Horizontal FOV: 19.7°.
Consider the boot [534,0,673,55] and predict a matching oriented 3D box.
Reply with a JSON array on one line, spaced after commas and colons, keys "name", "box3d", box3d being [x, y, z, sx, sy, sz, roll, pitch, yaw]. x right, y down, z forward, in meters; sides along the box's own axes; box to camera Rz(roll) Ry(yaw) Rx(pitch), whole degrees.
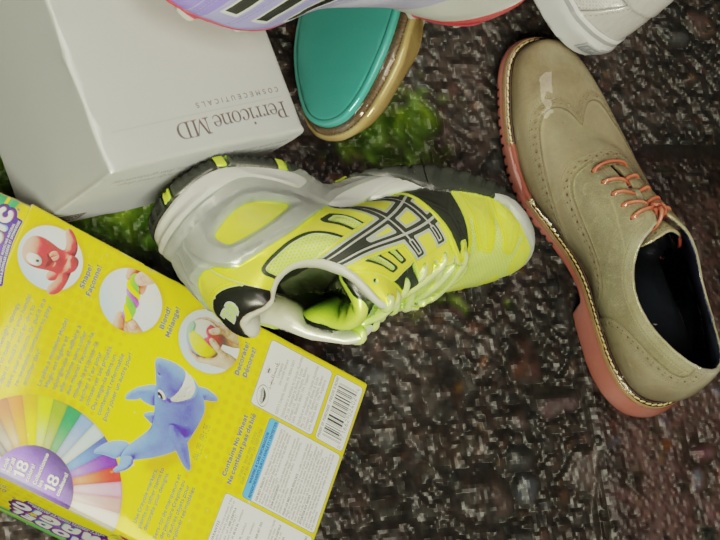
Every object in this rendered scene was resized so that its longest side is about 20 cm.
[{"name": "boot", "box3d": [0.105, -0.215, 1.041, 0.073, 0.095, 0.200, -17, 76, -57]}]

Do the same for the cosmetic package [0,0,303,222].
[{"name": "cosmetic package", "box3d": [-0.118, -0.129, 0.908, 0.113, 0.081, 0.201, -19, 83, -40]}]

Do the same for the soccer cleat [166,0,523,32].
[{"name": "soccer cleat", "box3d": [-0.001, -0.142, 0.899, 0.199, 0.076, 0.067, 0, 72, -36]}]

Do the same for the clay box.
[{"name": "clay box", "box3d": [-0.105, 0.058, 0.881, 0.200, 0.048, 0.115, 29, 62, -17]}]

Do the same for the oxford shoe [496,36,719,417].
[{"name": "oxford shoe", "box3d": [0.130, -0.031, 1.024, 0.070, 0.075, 0.201, -20, 84, -30]}]

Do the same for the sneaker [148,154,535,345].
[{"name": "sneaker", "box3d": [0.000, 0.000, 0.925, 0.199, 0.075, 0.077, -2, 52, -36]}]

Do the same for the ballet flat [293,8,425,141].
[{"name": "ballet flat", "box3d": [0.011, -0.150, 1.006, 0.063, 0.068, 0.201, 28, 61, -52]}]
